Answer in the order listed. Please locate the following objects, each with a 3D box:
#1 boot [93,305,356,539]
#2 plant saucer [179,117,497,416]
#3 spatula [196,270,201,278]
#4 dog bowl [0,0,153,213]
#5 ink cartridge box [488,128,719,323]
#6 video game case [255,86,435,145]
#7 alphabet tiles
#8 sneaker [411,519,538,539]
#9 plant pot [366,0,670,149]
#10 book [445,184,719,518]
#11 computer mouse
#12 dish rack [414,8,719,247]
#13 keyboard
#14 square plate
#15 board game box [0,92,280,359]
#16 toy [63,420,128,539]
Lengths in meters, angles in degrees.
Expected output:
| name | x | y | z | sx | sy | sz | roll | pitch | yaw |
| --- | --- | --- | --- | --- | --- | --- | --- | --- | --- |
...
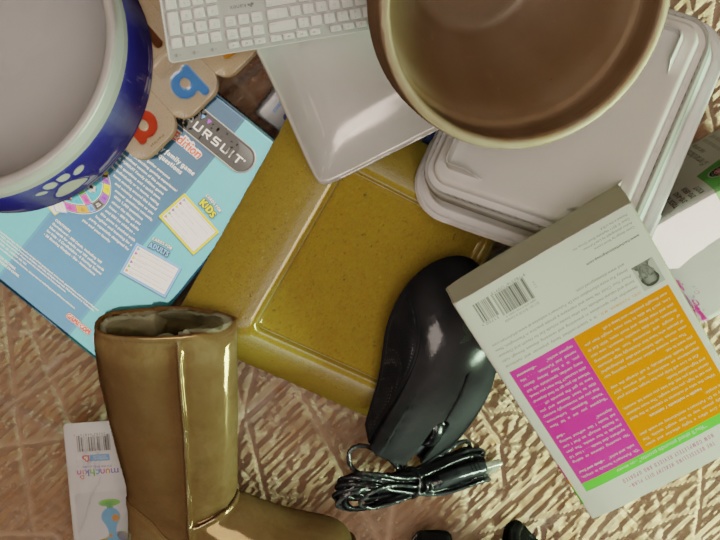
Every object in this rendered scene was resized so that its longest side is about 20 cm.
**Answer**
| name | x | y | z | sx | sy | sz | roll | pitch | yaw |
| --- | --- | --- | --- | --- | --- | --- | --- | --- | --- |
| boot | -0.091 | 0.124 | 1.552 | 0.175 | 0.066 | 0.200 | -4 | 113 | -5 |
| plant saucer | 0.000 | 0.000 | 1.577 | 0.200 | 0.048 | 0.200 | 25 | 99 | -30 |
| spatula | -0.112 | 0.010 | 1.610 | 0.057 | 0.021 | 0.200 | -8 | 92 | -4 |
| dog bowl | -0.244 | -0.141 | 1.502 | 0.200 | 0.079 | 0.200 | -3 | 79 | 15 |
| ink cartridge box | 0.202 | -0.009 | 1.578 | 0.200 | 0.145 | 0.084 | -29 | 103 | 1 |
| video game case | 0.041 | -0.150 | 1.600 | 0.143 | 0.018 | 0.200 | 37 | 96 | -11 |
| alphabet tiles | -0.166 | -0.180 | 1.536 | 0.200 | 0.015 | 0.196 | -44 | 72 | 4 |
| sneaker | 0.049 | 0.244 | 1.661 | 0.200 | 0.070 | 0.100 | -23 | 95 | -3 |
| plant pot | 0.089 | -0.185 | 1.409 | 0.201 | 0.093 | 0.201 | -8 | 112 | -19 |
| book | 0.163 | 0.059 | 1.487 | 0.134 | 0.048 | 0.200 | -30 | 116 | 5 |
| computer mouse | 0.059 | 0.087 | 1.586 | 0.138 | 0.053 | 0.200 | -8 | 120 | -33 |
| dish rack | 0.141 | -0.110 | 1.522 | 0.172 | 0.044 | 0.200 | 20 | 74 | 19 |
| keyboard | -0.029 | -0.177 | 1.438 | 0.200 | 0.011 | 0.056 | -10 | 117 | -9 |
| square plate | 0.021 | -0.182 | 1.470 | 0.198 | 0.028 | 0.200 | -26 | 118 | 0 |
| board game box | -0.167 | -0.052 | 1.571 | 0.151 | 0.047 | 0.200 | 40 | 92 | -3 |
| toy | -0.151 | 0.197 | 1.638 | 0.115 | 0.047 | 0.200 | -4 | 108 | -3 |
